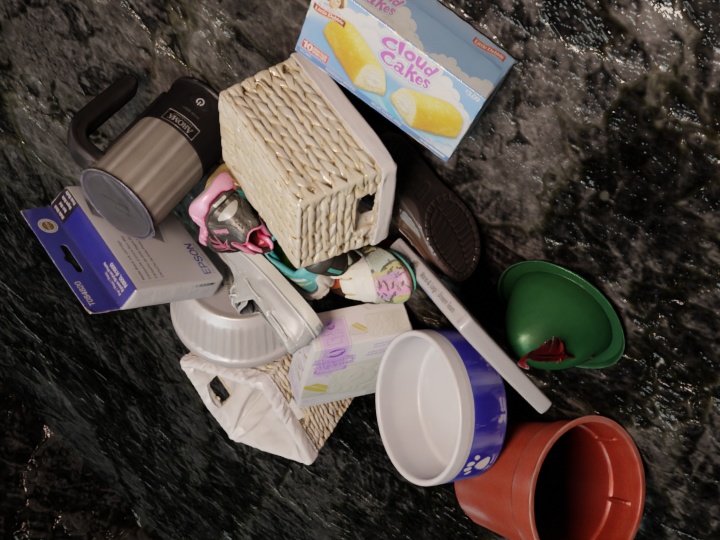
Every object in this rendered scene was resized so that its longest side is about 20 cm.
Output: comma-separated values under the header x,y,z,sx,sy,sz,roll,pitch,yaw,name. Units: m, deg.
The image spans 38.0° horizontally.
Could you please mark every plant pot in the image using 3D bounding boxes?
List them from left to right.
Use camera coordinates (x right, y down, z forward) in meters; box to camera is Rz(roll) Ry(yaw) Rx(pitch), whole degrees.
x,y,z,sx,sy,sz,roll,pitch,yaw,name
0.237,0.284,1.390,0.201,0.201,0.194,51,156,-21,plant pot

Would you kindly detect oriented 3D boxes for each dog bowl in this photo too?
x,y,z,sx,sy,sz,roll,pitch,yaw,name
0.104,0.178,1.378,0.199,0.078,0.203,5,96,59,dog bowl

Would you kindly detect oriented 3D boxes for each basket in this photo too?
x,y,z,sx,sy,sz,roll,pitch,yaw,name
-0.140,0.173,1.666,0.198,0.161,0.199,10,140,41,basket
-0.064,-0.120,1.158,0.201,0.122,0.136,55,158,28,basket

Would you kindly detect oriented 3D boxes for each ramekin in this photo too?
x,y,z,sx,sy,sz,roll,pitch,yaw,name
-0.168,0.029,1.468,0.201,0.203,0.095,30,146,14,ramekin

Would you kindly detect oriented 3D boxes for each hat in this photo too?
x,y,z,sx,sy,sz,roll,pitch,yaw,name
0.190,0.102,1.191,0.164,0.177,0.201,8,138,41,hat

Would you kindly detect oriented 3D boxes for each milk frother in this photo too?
x,y,z,sx,sy,sz,roll,pitch,yaw,name
-0.279,-0.134,1.378,0.179,0.189,0.201,29,149,17,milk frother

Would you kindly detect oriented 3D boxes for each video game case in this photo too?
x,y,z,sx,sy,sz,roll,pitch,yaw,name
0.130,0.065,1.232,0.200,0.024,0.182,44,-175,-39,video game case

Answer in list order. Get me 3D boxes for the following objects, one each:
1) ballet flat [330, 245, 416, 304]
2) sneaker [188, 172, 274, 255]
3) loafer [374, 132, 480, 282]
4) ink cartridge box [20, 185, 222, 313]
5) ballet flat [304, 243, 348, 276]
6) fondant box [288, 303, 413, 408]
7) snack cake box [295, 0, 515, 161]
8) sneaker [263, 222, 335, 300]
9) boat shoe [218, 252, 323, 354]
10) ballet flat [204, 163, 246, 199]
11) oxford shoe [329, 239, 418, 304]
x,y,z,sx,sy,sz,roll,pitch,yaw,name
0.000,0.000,1.258,0.200,0.070,0.070,-141,40,-64,ballet flat
-0.144,-0.046,1.259,0.095,0.079,0.200,38,174,8,sneaker
0.068,-0.073,1.212,0.201,0.073,0.071,55,156,-16,loafer
-0.309,-0.035,1.362,0.200,0.199,0.041,49,125,25,ink cartridge box
-0.052,-0.069,1.260,0.068,0.202,0.068,27,129,-36,ballet flat
-0.018,0.120,1.479,0.201,0.142,0.059,107,148,-58,fondant box
0.041,-0.216,1.040,0.199,0.067,0.115,37,151,3,snack cake box
-0.110,-0.041,1.395,0.199,0.078,0.080,36,175,33,sneaker
-0.135,0.029,1.368,0.201,0.071,0.070,43,166,22,boat shoe
-0.101,-0.097,1.356,0.197,0.063,0.069,17,137,-2,ballet flat
0.025,0.007,1.372,0.072,0.072,0.199,35,162,-31,oxford shoe
